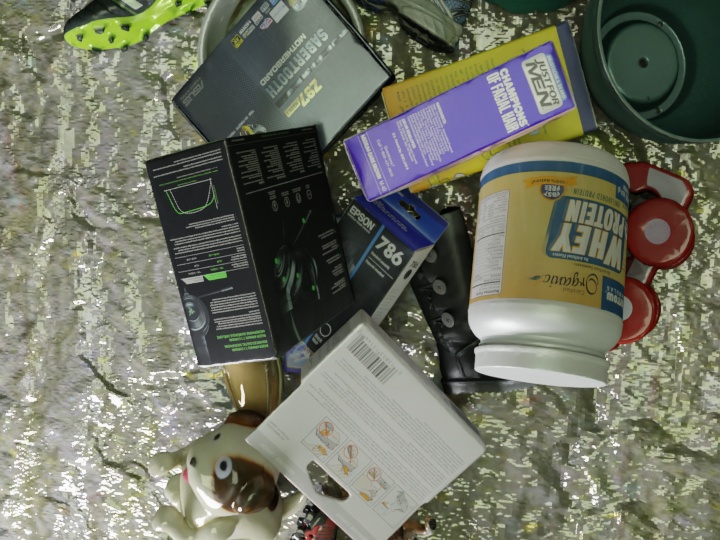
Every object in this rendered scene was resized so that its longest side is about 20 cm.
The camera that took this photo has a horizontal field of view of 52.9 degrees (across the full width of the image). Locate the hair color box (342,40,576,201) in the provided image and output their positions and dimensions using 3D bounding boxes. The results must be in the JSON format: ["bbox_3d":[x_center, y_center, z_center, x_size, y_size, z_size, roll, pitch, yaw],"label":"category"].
[{"bbox_3d":[0.090,-0.132,0.667,0.196,0.109,0.066,-25,93,12],"label":"hair color box"}]

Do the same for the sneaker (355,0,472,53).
[{"bbox_3d":[0.038,-0.325,0.790,0.197,0.077,0.086,34,91,-4],"label":"sneaker"}]

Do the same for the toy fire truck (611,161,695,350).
[{"bbox_3d":[0.256,-0.022,0.774,0.165,0.111,0.204,27,101,24],"label":"toy fire truck"}]

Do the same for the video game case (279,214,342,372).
[{"bbox_3d":[-0.087,0.024,0.857,0.194,0.045,0.187,5,98,8],"label":"video game case"}]

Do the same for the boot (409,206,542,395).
[{"bbox_3d":[0.129,0.027,0.791,0.162,0.065,0.205,-14,93,37],"label":"boot"}]

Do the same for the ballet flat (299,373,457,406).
[{"bbox_3d":[0.027,0.148,0.815,0.195,0.063,0.070,15,109,-13],"label":"ballet flat"}]

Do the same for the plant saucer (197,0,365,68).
[{"bbox_3d":[-0.085,-0.240,0.822,0.194,0.050,0.207,1,98,10],"label":"plant saucer"}]

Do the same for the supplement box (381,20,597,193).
[{"bbox_3d":[0.133,-0.166,0.767,0.195,0.109,0.112,-17,94,11],"label":"supplement box"}]

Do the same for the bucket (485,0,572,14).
[{"bbox_3d":[0.182,-0.371,0.721,0.201,0.135,0.214,1,97,10],"label":"bucket"}]

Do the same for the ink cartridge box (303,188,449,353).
[{"bbox_3d":[0.000,0.000,0.782,0.099,0.039,0.202,39,102,25],"label":"ink cartridge box"}]

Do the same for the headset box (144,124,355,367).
[{"bbox_3d":[-0.093,-0.023,0.690,0.090,0.174,0.206,-9,101,25],"label":"headset box"}]

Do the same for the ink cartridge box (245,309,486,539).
[{"bbox_3d":[0.007,0.173,0.766,0.176,0.045,0.200,-43,105,8],"label":"ink cartridge box"}]

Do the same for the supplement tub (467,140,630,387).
[{"bbox_3d":[0.176,-0.001,0.682,0.140,0.145,0.206,5,78,8],"label":"supplement tub"}]

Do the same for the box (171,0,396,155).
[{"bbox_3d":[-0.082,-0.194,0.776,0.199,0.051,0.158,-42,92,14],"label":"box"}]

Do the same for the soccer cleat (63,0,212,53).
[{"bbox_3d":[-0.257,-0.317,0.840,0.195,0.067,0.083,-19,76,10],"label":"soccer cleat"}]

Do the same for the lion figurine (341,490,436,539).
[{"bbox_3d":[0.054,0.344,0.860,0.121,0.072,0.204,-18,102,44],"label":"lion figurine"}]

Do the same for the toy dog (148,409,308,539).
[{"bbox_3d":[-0.144,0.252,0.813,0.188,0.142,0.203,6,138,-9],"label":"toy dog"}]

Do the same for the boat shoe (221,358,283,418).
[{"bbox_3d":[-0.135,0.085,0.811,0.070,0.076,0.206,-11,98,8],"label":"boat shoe"}]

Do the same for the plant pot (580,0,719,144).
[{"bbox_3d":[0.299,-0.217,0.711,0.194,0.134,0.207,0,90,-5],"label":"plant pot"}]

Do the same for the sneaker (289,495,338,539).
[{"bbox_3d":[-0.051,0.367,0.878,0.096,0.071,0.205,20,105,5],"label":"sneaker"}]
